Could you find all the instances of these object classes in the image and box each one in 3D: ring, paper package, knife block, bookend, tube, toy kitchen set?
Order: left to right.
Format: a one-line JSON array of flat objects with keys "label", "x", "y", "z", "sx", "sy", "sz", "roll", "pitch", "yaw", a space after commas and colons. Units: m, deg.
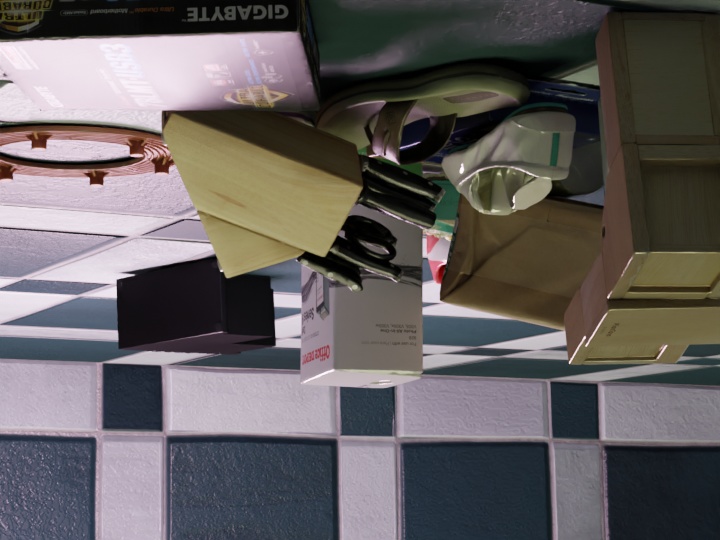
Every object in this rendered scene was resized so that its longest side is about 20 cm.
[{"label": "ring", "x": -0.252, "y": -0.096, "z": 1.683, "sx": 0.200, "sy": 0.019, "sz": 0.200, "roll": -1, "pitch": 171, "yaw": 0}, {"label": "bookend", "x": -0.166, "y": 0.048, "z": 2.433, "sx": 0.199, "sy": 0.092, "sz": 0.200, "roll": 5, "pitch": 169, "yaw": -44}, {"label": "knife block", "x": -0.036, "y": -0.072, "z": 1.441, "sx": 0.176, "sy": 0.200, "sz": 0.064, "roll": -18, "pitch": -147, "yaw": 6}, {"label": "tube", "x": 0.155, "y": -0.089, "z": 1.685, "sx": 0.058, "sy": 0.052, "sz": 0.200, "roll": 46, "pitch": 170, "yaw": -10}, {"label": "paper package", "x": 0.179, "y": -0.007, "z": 1.647, "sx": 0.191, "sy": 0.104, "sz": 0.200, "roll": 11, "pitch": -175, "yaw": 13}, {"label": "toy kitchen set", "x": 0.234, "y": -0.048, "z": 1.335, "sx": 0.163, "sy": 0.180, "sz": 0.200, "roll": 0, "pitch": 157, "yaw": -7}]

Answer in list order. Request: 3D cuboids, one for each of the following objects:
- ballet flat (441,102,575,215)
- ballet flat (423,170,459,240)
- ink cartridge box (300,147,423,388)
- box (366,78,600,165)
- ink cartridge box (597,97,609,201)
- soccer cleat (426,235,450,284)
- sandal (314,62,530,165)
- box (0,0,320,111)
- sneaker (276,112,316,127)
[{"label": "ballet flat", "x": 0.110, "y": -0.075, "z": 1.482, "sx": 0.069, "sy": 0.069, "sz": 0.200, "roll": 2, "pitch": 171, "yaw": -16}, {"label": "ballet flat", "x": 0.110, "y": -0.055, "z": 1.847, "sx": 0.200, "sy": 0.076, "sz": 0.064, "roll": 17, "pitch": 171, "yaw": -35}, {"label": "ink cartridge box", "x": 0.000, "y": 0.000, "z": 1.730, "sx": 0.084, "sy": 0.200, "sz": 0.146, "roll": 2, "pitch": 171, "yaw": -13}, {"label": "box", "x": 0.109, "y": -0.113, "z": 1.551, "sx": 0.121, "sy": 0.032, "sz": 0.200, "roll": 5, "pitch": 169, "yaw": -33}, {"label": "ink cartridge box", "x": 0.285, "y": -0.071, "z": 1.447, "sx": 0.200, "sy": 0.145, "sz": 0.085, "roll": -2, "pitch": 172, "yaw": -3}, {"label": "soccer cleat", "x": 0.145, "y": -0.031, "z": 1.973, "sx": 0.068, "sy": 0.073, "sz": 0.200, "roll": 7, "pitch": 169, "yaw": -44}, {"label": "sandal", "x": 0.039, "y": -0.111, "z": 1.464, "sx": 0.080, "sy": 0.057, "sz": 0.201, "roll": 7, "pitch": 169, "yaw": -42}, {"label": "box", "x": -0.130, "y": -0.145, "z": 1.256, "sx": 0.198, "sy": 0.050, "sz": 0.200, "roll": -2, "pitch": 171, "yaw": 2}, {"label": "sneaker", "x": -0.067, "y": -0.073, "z": 1.530, "sx": 0.073, "sy": 0.114, "sz": 0.200, "roll": -3, "pitch": 170, "yaw": 26}]
